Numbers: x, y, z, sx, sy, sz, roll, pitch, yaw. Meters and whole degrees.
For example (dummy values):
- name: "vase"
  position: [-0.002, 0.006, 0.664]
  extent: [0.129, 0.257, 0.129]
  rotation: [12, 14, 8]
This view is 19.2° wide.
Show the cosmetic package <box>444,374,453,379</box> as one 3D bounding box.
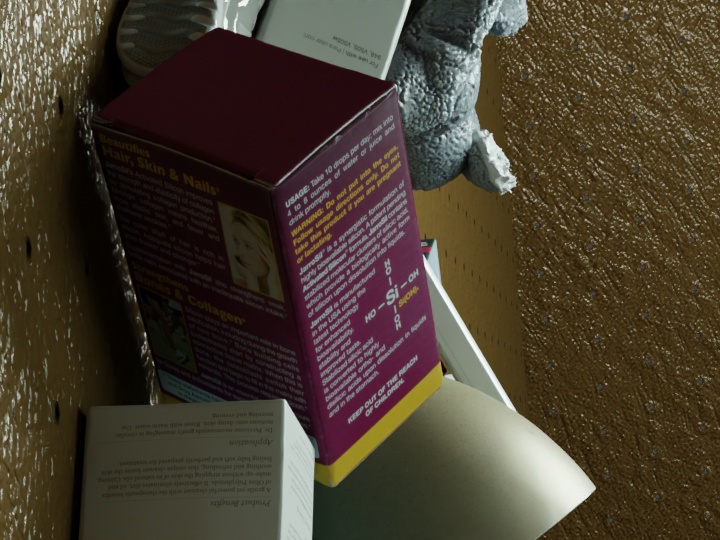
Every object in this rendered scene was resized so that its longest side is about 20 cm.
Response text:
- name: "cosmetic package"
  position: [0.024, 0.146, 1.581]
  extent: [0.052, 0.151, 0.200]
  rotation: [49, 7, 7]

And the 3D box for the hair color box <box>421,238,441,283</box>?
- name: "hair color box"
  position: [0.003, 0.034, 1.622]
  extent: [0.200, 0.098, 0.061]
  rotation: [-67, 151, -70]

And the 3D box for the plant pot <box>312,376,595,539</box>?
- name: "plant pot"
  position: [0.028, 0.140, 1.334]
  extent: [0.135, 0.200, 0.200]
  rotation: [54, 8, 5]

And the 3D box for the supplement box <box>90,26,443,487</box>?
- name: "supplement box"
  position: [-0.046, -0.007, 1.124]
  extent: [0.103, 0.130, 0.201]
  rotation: [-40, 137, -34]

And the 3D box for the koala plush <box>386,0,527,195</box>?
- name: "koala plush"
  position: [0.045, -0.142, 1.785]
  extent: [0.201, 0.176, 0.185]
  rotation: [77, 25, -49]

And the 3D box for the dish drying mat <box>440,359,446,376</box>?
- name: "dish drying mat"
  position: [0.000, 0.000, 1.434]
  extent: [0.200, 0.018, 0.077]
  rotation: [52, 2, -32]

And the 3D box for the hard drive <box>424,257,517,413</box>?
- name: "hard drive"
  position: [0.080, 0.076, 1.484]
  extent: [0.201, 0.027, 0.132]
  rotation: [59, 1, -2]

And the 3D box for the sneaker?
- name: "sneaker"
  position: [-0.095, -0.145, 1.218]
  extent: [0.201, 0.074, 0.082]
  rotation: [-67, 163, -48]

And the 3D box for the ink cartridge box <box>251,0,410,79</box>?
- name: "ink cartridge box"
  position: [-0.017, -0.183, 1.313]
  extent: [0.147, 0.083, 0.201]
  rotation: [146, -37, -70]

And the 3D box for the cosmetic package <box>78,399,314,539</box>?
- name: "cosmetic package"
  position: [-0.081, 0.171, 1.039]
  extent: [0.085, 0.107, 0.202]
  rotation: [66, 24, -66]
